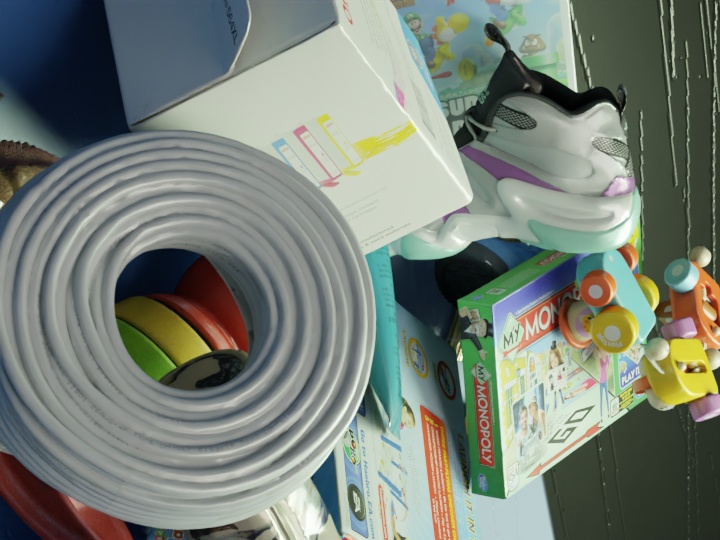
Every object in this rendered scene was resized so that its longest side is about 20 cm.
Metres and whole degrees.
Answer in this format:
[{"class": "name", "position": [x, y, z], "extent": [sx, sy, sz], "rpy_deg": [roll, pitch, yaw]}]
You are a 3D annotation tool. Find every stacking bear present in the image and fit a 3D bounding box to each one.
[{"class": "stacking bear", "position": [-0.113, 0.061, 1.200], "extent": [0.200, 0.114, 0.122], "rpy_deg": [-41, 115, -26]}]

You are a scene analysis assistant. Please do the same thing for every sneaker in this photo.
[{"class": "sneaker", "position": [0.070, -0.083, 1.308], "extent": [0.078, 0.199, 0.140], "rpy_deg": [-81, 167, -71]}, {"class": "sneaker", "position": [0.114, 0.005, 1.471], "extent": [0.200, 0.066, 0.079], "rpy_deg": [39, 64, -50]}]

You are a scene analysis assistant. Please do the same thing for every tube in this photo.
[{"class": "tube", "position": [0.000, 0.000, 1.267], "extent": [0.077, 0.050, 0.200], "rpy_deg": [39, 37, -77]}]

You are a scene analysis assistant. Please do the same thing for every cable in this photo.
[{"class": "cable", "position": [-0.090, 0.024, 1.030], "extent": [0.200, 0.200, 0.069], "rpy_deg": [-65, -172, -24]}]

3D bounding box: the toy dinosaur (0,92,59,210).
[{"class": "toy dinosaur", "position": [-0.196, -0.040, 1.076], "extent": [0.200, 0.086, 0.136], "rpy_deg": [1, 104, -54]}]

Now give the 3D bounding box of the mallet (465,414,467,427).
[{"class": "mallet", "position": [0.075, 0.085, 1.461], "extent": [0.066, 0.041, 0.200], "rpy_deg": [-45, 155, -24]}]

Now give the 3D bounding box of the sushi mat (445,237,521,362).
[{"class": "sushi mat", "position": [0.117, -0.024, 1.512], "extent": [0.096, 0.012, 0.200], "rpy_deg": [5, 105, -52]}]

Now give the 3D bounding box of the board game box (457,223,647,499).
[{"class": "board game box", "position": [0.133, 0.054, 1.424], "extent": [0.200, 0.029, 0.135], "rpy_deg": [-28, 119, -50]}]

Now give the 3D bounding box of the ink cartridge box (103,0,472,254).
[{"class": "ink cartridge box", "position": [-0.046, -0.108, 1.144], "extent": [0.125, 0.129, 0.200], "rpy_deg": [-26, 140, 12]}]

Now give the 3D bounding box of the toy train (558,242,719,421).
[{"class": "toy train", "position": [0.189, 0.025, 1.434], "extent": [0.200, 0.056, 0.151], "rpy_deg": [35, 40, -41]}]

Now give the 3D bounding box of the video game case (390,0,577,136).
[{"class": "video game case", "position": [0.063, -0.127, 1.321], "extent": [0.143, 0.017, 0.200], "rpy_deg": [-12, 126, -2]}]

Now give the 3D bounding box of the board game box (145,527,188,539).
[{"class": "board game box", "position": [-0.121, 0.204, 1.226], "extent": [0.200, 0.037, 0.151], "rpy_deg": [-68, 178, -50]}]

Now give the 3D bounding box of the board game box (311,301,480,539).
[{"class": "board game box", "position": [0.004, 0.109, 1.323], "extent": [0.196, 0.056, 0.200], "rpy_deg": [40, 37, -52]}]

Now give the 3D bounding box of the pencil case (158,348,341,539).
[{"class": "pencil case", "position": [-0.052, 0.136, 1.137], "extent": [0.078, 0.089, 0.200], "rpy_deg": [-45, 123, -31]}]
